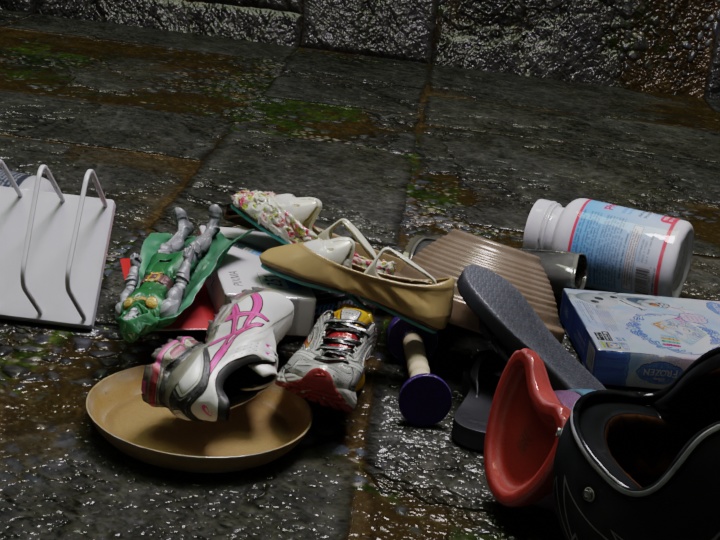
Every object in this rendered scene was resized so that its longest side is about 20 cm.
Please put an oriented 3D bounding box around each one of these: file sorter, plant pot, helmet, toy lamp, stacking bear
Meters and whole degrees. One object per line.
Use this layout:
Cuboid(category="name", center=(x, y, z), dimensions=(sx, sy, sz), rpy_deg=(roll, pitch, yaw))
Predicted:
Cuboid(category="file sorter", center=(-0.363, -0.036, 1.358), dimensions=(0.197, 0.140, 0.125), rpy_deg=(7, -19, 0))
Cuboid(category="plant pot", center=(-0.141, 0.130, 1.185), dimensions=(0.197, 0.028, 0.200), rpy_deg=(5, 18, -2))
Cuboid(category="helmet", center=(0.237, 0.161, 0.956), dimensions=(0.190, 0.201, 0.200), rpy_deg=(-30, 4, 23))
Cuboid(category="plant pot", center=(0.130, 0.014, 1.444), dimensions=(0.199, 0.094, 0.201), rpy_deg=(17, 3, -1))
Cuboid(category="toy lamp", center=(0.057, 0.087, 1.341), dimensions=(0.057, 0.059, 0.200), rpy_deg=(5, 19, -6))
Cuboid(category="stacking bear", center=(0.212, 0.153, 1.116), dimensions=(0.198, 0.115, 0.122), rpy_deg=(12, 28, -22))

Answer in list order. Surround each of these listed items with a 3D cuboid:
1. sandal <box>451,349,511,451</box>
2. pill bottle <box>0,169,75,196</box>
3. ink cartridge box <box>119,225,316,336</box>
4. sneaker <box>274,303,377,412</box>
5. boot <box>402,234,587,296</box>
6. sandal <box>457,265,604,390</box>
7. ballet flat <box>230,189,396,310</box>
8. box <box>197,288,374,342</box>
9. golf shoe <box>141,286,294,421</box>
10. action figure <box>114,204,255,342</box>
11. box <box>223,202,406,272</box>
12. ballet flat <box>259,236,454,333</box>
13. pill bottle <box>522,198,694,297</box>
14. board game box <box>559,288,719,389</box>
Cuboid(category="sandal", center=(0.133, 0.115, 1.303), dimensions=(0.075, 0.043, 0.200), rpy_deg=(9, 18, 6))
Cuboid(category="pill bottle", center=(-0.395, -0.051, 1.494), dimensions=(0.197, 0.121, 0.120), rpy_deg=(10, 18, 10))
Cuboid(category="ink cartridge box", center=(-0.150, 0.007, 1.383), dimensions=(0.174, 0.045, 0.200), rpy_deg=(3, 20, -16))
Cuboid(category="sneaker", center=(-0.027, 0.074, 1.249), dimensions=(0.077, 0.083, 0.200), rpy_deg=(19, 9, 2))
Cuboid(category="boot", center=(0.160, 0.003, 1.614), dimensions=(0.198, 0.073, 0.182), rpy_deg=(15, 20, 21))
Cuboid(category="sandal", center=(0.159, 0.079, 1.302), dimensions=(0.200, 0.043, 0.076), rpy_deg=(49, 29, 10))
Cuboid(category="ballet flat", center=(-0.044, -0.036, 1.421), dimensions=(0.199, 0.064, 0.076), rpy_deg=(37, 8, 6))
Cuboid(category="box", center=(-0.106, 0.027, 1.481), dimensions=(0.198, 0.047, 0.158), rpy_deg=(-9, 25, -40))
Cuboid(category="golf shoe", center=(-0.105, 0.081, 1.202), dimensions=(0.091, 0.073, 0.200), rpy_deg=(20, 32, 20))
Cuboid(category="action figure", center=(-0.187, 0.005, 1.304), dimensions=(0.117, 0.055, 0.201), rpy_deg=(-6, 32, 19))
Cuboid(category="box", center=(-0.054, -0.035, 1.565), dimensions=(0.198, 0.022, 0.163), rpy_deg=(22, -5, -14))
Cuboid(category="ballet flat", center=(0.000, 0.000, 1.335), dimensions=(0.198, 0.064, 0.069), rpy_deg=(20, 8, -4))
Cuboid(category="pill bottle", center=(0.311, -0.029, 1.705), dimensions=(0.198, 0.110, 0.109), rpy_deg=(15, 20, 24))
Cuboid(category="board game box", center=(0.335, 0.077, 1.493), dimensions=(0.196, 0.044, 0.200), rpy_deg=(4, 18, -3))
